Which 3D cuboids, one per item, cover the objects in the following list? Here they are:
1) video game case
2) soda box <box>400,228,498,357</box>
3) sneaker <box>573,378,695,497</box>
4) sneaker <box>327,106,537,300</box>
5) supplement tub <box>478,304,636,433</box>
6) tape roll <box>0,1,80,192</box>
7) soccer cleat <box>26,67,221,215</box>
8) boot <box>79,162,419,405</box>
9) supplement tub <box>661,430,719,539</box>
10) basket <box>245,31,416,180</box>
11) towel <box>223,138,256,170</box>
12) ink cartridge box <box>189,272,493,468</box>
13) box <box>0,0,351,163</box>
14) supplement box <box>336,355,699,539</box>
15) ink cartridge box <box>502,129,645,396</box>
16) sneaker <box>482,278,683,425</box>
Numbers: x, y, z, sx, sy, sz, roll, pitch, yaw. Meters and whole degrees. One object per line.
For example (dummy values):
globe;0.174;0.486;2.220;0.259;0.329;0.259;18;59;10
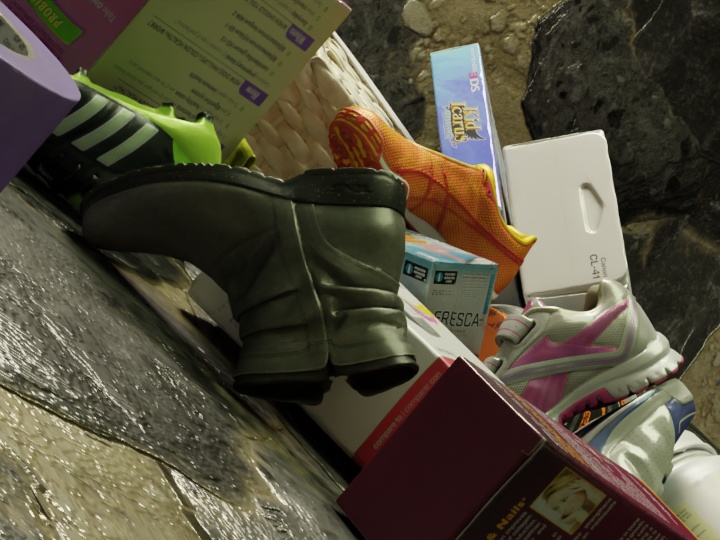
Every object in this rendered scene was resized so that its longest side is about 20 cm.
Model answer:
video game case;0.096;-0.047;1.951;0.200;0.045;0.182;-94;173;-46
soda box;0.000;0.000;1.672;0.063;0.069;0.200;2;15;-43
sneaker;0.166;0.167;1.620;0.115;0.081;0.199;54;47;-2
sneaker;0.047;-0.059;1.706;0.073;0.077;0.200;24;-15;48
supplement tub;0.118;0.099;1.795;0.123;0.123;0.200;45;7;34
tape roll;-0.244;-0.121;1.248;0.200;0.085;0.200;41;7;-6
soccer cleat;-0.172;-0.076;1.470;0.199;0.081;0.067;17;-13;-31
boot;-0.066;0.010;1.402;0.068;0.199;0.131;79;11;-68
supplement tub;0.255;0.220;1.693;0.200;0.145;0.145;45;7;32
basket;-0.031;-0.079;1.925;0.200;0.135;0.123;54;9;-13
towel;-0.115;-0.075;1.719;0.018;0.086;0.200;31;9;-19
ink cartridge box;0.010;0.059;1.500;0.200;0.086;0.148;45;7;23
box;-0.135;-0.151;1.592;0.097;0.200;0.176;44;7;30
supplement box;0.095;0.146;1.364;0.200;0.110;0.086;36;8;-45
ink cartridge box;0.169;0.006;1.928;0.200;0.085;0.148;71;11;-57
sneaker;0.113;0.070;1.656;0.088;0.200;0.081;64;-17;4
